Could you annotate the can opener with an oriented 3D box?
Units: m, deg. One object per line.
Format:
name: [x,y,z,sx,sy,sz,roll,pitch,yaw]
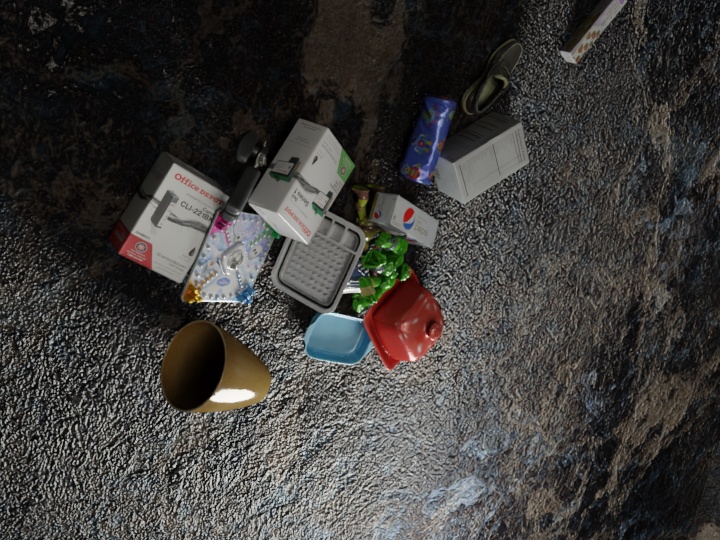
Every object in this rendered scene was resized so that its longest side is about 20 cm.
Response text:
can opener: [-0.226,-0.179,1.425,0.066,0.202,0.053,22,143,-10]

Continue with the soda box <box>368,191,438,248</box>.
soda box: [0.100,-0.112,1.665,0.199,0.063,0.069,24,80,-55]

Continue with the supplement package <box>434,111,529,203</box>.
supplement package: [0.275,-0.264,1.714,0.199,0.109,0.115,-32,125,-15]

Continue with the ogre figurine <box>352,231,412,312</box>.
ogre figurine: [0.050,-0.008,1.620,0.119,0.097,0.202,-27,125,-48]

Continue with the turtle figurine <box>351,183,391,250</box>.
turtle figurine: [0.003,-0.107,1.649,0.198,0.064,0.163,-7,116,-29]

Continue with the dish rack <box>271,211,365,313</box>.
dish rack: [-0.087,-0.027,1.591,0.202,0.170,0.043,-65,164,9]

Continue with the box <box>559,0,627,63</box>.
box: [0.561,-0.589,1.782,0.200,0.041,0.039,-50,128,-1]

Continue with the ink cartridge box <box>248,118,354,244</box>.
ink cartridge box: [-0.115,-0.175,1.482,0.201,0.084,0.146,-61,148,-11]

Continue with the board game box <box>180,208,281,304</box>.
board game box: [-0.253,-0.021,1.500,0.199,0.026,0.202,5,114,-59]

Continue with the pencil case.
pencil case: [0.145,-0.291,1.641,0.078,0.086,0.202,-10,122,-62]

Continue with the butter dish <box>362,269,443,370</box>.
butter dish: [0.132,0.129,1.773,0.200,0.147,0.201,-47,130,-27]

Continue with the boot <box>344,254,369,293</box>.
boot: [0.000,0.000,1.679,0.198,0.073,0.091,-10,141,-28]

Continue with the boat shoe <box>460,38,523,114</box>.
boat shoe: [0.311,-0.435,1.682,0.201,0.066,0.072,-51,128,-1]

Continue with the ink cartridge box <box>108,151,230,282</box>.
ink cartridge box: [-0.360,-0.101,1.412,0.144,0.084,0.201,30,94,-39]

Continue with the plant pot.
plant pot: [-0.288,0.219,1.572,0.187,0.186,0.199,-57,143,4]

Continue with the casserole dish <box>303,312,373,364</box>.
casserole dish: [-0.055,0.156,1.756,0.198,0.039,0.122,15,104,-37]
